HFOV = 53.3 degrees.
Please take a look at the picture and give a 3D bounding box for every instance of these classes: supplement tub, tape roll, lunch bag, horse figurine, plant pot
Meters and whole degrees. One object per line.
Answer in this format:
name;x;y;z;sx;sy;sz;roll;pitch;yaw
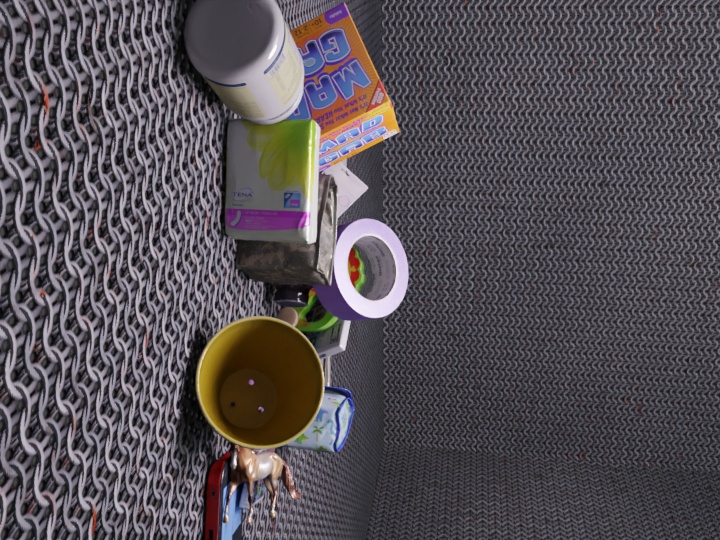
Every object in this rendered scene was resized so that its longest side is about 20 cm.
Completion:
supplement tub;-0.164;-0.313;1.067;0.200;0.142;0.148;53;40;-78
tape roll;0.000;0.000;1.480;0.197;0.084;0.204;7;79;-39
lunch bag;-0.106;0.318;1.589;0.200;0.167;0.130;7;89;-81
lunch bag;-0.129;-0.084;1.319;0.118;0.161;0.204;53;40;-68
horse figurine;-0.174;0.359;1.235;0.199;0.049;0.135;21;67;-56
plant pot;-0.170;0.192;1.144;0.142;0.196;0.203;131;-31;-62
supplement tub;-0.135;-0.028;1.496;0.107;0.105;0.204;60;33;-75

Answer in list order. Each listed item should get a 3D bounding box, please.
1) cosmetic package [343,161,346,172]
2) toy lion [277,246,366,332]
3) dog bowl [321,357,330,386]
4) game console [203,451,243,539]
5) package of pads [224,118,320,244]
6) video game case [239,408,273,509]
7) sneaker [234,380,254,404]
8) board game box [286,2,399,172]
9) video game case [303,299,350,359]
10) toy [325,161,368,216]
cosmetic package;-0.076;-0.366;1.899;0.113;0.080;0.204;54;40;-77
toy lion;-0.080;0.035;1.578;0.069;0.188;0.204;33;59;-64
dog bowl;-0.116;0.266;1.777;0.200;0.072;0.204;0;90;-89
game console;-0.229;0.417;1.244;0.177;0.030;0.204;6;87;-82
package of pads;-0.149;-0.150;1.196;0.068;0.151;0.204;-16;110;-78
video game case;-0.188;0.353;1.376;0.200;0.023;0.186;94;8;-78
sneaker;-0.193;0.195;1.342;0.200;0.071;0.116;-45;148;-73
board game box;-0.062;-0.332;1.352;0.203;0.197;0.200;65;5;8
video game case;-0.096;0.128;1.618;0.024;0.180;0.202;48;33;-29
toy;-0.093;-0.133;1.449;0.200;0.115;0.047;-45;172;-21
